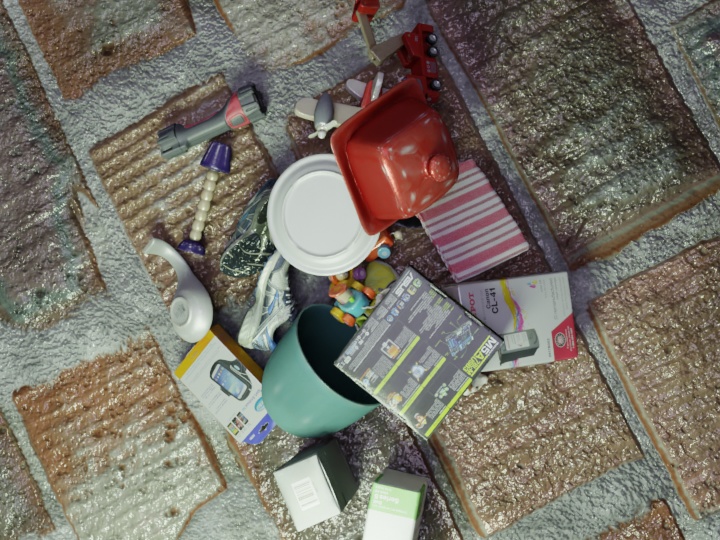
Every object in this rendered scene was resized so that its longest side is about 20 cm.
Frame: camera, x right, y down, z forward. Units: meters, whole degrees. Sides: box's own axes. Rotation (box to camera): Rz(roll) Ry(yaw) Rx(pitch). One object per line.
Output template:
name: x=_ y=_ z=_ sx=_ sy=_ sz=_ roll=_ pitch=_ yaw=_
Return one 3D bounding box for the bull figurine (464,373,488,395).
bull figurine: x=0.133 y=0.129 z=1.721 sx=0.198 sy=0.065 sz=0.122 roll=21 pitch=88 yaw=7

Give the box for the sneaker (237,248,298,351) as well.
sneaker: x=-0.142 y=0.050 z=1.768 sx=0.085 sy=0.077 sz=0.202 roll=21 pitch=101 yaw=5

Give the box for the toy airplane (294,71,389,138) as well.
toy airplane: x=0.015 y=-0.242 z=1.711 sx=0.199 sy=0.141 sz=0.200 roll=-32 pitch=94 yaw=-11

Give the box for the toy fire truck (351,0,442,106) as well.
toy fire truck: x=0.060 y=-0.376 z=1.716 sx=0.140 sy=0.049 sz=0.202 roll=5 pitch=68 yaw=-21

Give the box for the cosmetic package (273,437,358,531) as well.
cosmetic package: x=-0.071 y=0.350 z=1.679 sx=0.090 sy=0.200 sz=0.108 roll=-25 pitch=87 yaw=9

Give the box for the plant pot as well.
plant pot: x=-0.071 y=0.185 z=1.689 sx=0.201 sy=0.200 sz=0.161 roll=49 pitch=121 yaw=7

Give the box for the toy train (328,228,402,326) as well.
toy train: x=0.000 y=0.000 z=1.694 sx=0.150 sy=0.201 sz=0.056 roll=-34 pitch=119 yaw=23

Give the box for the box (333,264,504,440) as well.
box: x=0.091 y=0.127 z=1.583 sx=0.193 sy=0.048 sz=0.201 roll=37 pitch=96 yaw=3

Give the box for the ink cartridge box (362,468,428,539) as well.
ink cartridge box: x=0.051 y=0.446 z=1.682 sx=0.083 sy=0.145 sz=0.202 roll=11 pitch=89 yaw=9

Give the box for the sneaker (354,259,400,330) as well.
sneaker: x=0.028 y=0.064 z=1.698 sx=0.075 sy=0.076 sz=0.201 roll=-36 pitch=46 yaw=37

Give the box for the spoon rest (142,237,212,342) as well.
spoon rest: x=-0.315 y=0.033 z=1.782 sx=0.099 sy=0.060 sz=0.201 roll=-41 pitch=67 yaw=30

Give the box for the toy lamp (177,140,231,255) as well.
toy lamp: x=-0.273 y=-0.129 z=1.798 sx=0.058 sy=0.058 sz=0.202 roll=15 pitch=92 yaw=9

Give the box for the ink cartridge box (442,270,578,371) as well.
ink cartridge box: x=0.245 y=0.085 z=1.660 sx=0.198 sy=0.086 sz=0.149 roll=-7 pitch=88 yaw=-17

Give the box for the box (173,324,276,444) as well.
box: x=-0.222 y=0.206 z=1.771 sx=0.200 sy=0.041 sz=0.119 roll=45 pitch=114 yaw=6

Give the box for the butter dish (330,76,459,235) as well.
butter dish: x=0.083 y=-0.170 z=1.580 sx=0.200 sy=0.147 sz=0.201 roll=-38 pitch=124 yaw=-25

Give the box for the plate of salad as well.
plate of salad: x=-0.058 y=-0.092 z=1.684 sx=0.198 sy=0.048 sz=0.202 roll=0 pitch=91 yaw=12

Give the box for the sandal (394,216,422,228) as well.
sandal: x=0.139 y=-0.112 z=1.738 sx=0.198 sy=0.043 sz=0.077 roll=-1 pitch=88 yaw=9

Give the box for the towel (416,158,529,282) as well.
towel: x=0.173 y=-0.085 z=1.690 sx=0.145 sy=0.030 sz=0.201 roll=-24 pitch=67 yaw=-16

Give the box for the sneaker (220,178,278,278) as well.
sneaker: x=-0.182 y=-0.074 z=1.781 sx=0.077 sy=0.087 sz=0.200 roll=25 pitch=115 yaw=-31

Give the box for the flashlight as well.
flashlight: x=-0.266 y=-0.266 z=1.801 sx=0.198 sy=0.068 sz=0.069 roll=-21 pitch=90 yaw=12
